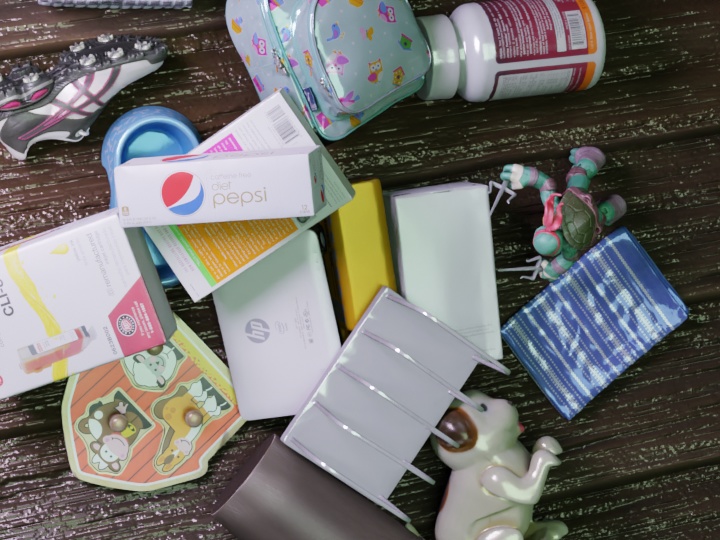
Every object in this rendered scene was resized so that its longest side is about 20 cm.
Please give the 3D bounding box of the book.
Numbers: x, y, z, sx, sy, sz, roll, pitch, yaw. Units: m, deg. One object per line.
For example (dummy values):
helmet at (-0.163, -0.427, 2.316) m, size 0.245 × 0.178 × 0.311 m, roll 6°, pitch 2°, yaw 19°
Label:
book at (-0.124, -0.077, 1.608) m, size 0.200 × 0.048 × 0.134 m, roll -32°, pitch 100°, yaw 14°

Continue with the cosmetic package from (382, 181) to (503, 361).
cosmetic package at (0.089, 0.005, 1.747) m, size 0.113 × 0.081 × 0.200 m, roll -6°, pitch 96°, yaw -15°

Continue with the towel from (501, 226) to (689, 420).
towel at (0.276, 0.061, 1.833) m, size 0.200 × 0.024 × 0.145 m, roll -40°, pitch 103°, yaw -8°

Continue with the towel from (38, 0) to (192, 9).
towel at (-0.254, -0.371, 1.612) m, size 0.165 × 0.086 × 0.200 m, roll -2°, pitch 96°, yaw -16°

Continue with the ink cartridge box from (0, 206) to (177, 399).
ink cartridge box at (-0.310, 0.034, 1.610) m, size 0.200 × 0.083 × 0.145 m, roll -19°, pitch 100°, yaw 5°

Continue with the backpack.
backpack at (-0.036, -0.246, 1.643) m, size 0.176 × 0.153 × 0.200 m, roll -34°, pitch 97°, yaw -32°

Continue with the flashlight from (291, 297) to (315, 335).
flashlight at (-0.042, 0.117, 1.734) m, size 0.068 × 0.068 × 0.200 m, roll -21°, pitch 97°, yaw 19°

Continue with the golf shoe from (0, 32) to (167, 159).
golf shoe at (-0.293, -0.188, 1.637) m, size 0.200 × 0.077 × 0.088 m, roll -21°, pitch 121°, yaw -10°

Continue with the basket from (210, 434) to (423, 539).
basket at (-0.052, 0.283, 1.704) m, size 0.200 × 0.180 × 0.136 m, roll 39°, pitch 77°, yaw -4°

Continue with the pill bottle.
pill bottle at (0.159, -0.244, 1.724) m, size 0.200 × 0.110 × 0.110 m, roll -8°, pitch 98°, yaw -15°

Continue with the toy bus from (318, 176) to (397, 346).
toy bus at (0.000, 0.000, 1.722) m, size 0.065 × 0.078 × 0.200 m, roll -11°, pitch 98°, yaw -14°

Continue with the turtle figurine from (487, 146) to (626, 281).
turtle figurine at (0.222, -0.057, 1.737) m, size 0.200 × 0.101 × 0.150 m, roll -37°, pitch 124°, yaw -45°

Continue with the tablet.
tablet at (-0.090, 0.061, 1.688) m, size 0.130 × 0.014 × 0.200 m, roll -9°, pitch 101°, yaw 15°

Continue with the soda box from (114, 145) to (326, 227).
soda box at (-0.139, -0.084, 1.554) m, size 0.200 × 0.068 × 0.064 m, roll -4°, pitch 101°, yaw 10°

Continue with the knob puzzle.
knob puzzle at (-0.235, 0.155, 1.699) m, size 0.219 × 0.030 × 0.220 m, roll -2°, pitch 97°, yaw -15°

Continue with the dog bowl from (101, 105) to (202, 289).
dog bowl at (-0.218, -0.075, 1.670) m, size 0.111 × 0.050 × 0.200 m, roll -1°, pitch 97°, yaw -15°

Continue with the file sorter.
file sorter at (0.040, 0.144, 1.640) m, size 0.139 × 0.125 × 0.200 m, roll 35°, pitch 87°, yaw -19°

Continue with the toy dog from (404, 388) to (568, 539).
toy dog at (0.140, 0.231, 1.771) m, size 0.194 × 0.140 × 0.200 m, roll -7°, pitch 101°, yaw 22°
